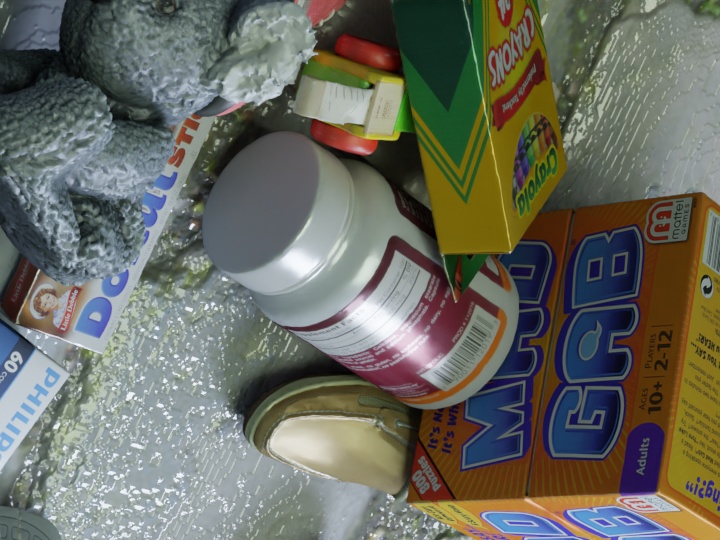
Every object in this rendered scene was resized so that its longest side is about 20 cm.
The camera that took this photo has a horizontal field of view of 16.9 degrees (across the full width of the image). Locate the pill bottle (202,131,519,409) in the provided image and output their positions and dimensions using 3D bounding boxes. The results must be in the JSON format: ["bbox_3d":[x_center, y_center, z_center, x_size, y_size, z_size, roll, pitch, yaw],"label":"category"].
[{"bbox_3d":[0.000,0.000,1.522,0.200,0.114,0.114,35,88,-42],"label":"pill bottle"}]

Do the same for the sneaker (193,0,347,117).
[{"bbox_3d":[-0.035,-0.166,1.432,0.201,0.074,0.087,-61,143,-14],"label":"sneaker"}]

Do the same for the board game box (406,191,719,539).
[{"bbox_3d":[0.182,0.089,1.603,0.200,0.199,0.201,32,61,-43],"label":"board game box"}]

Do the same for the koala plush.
[{"bbox_3d":[-0.137,-0.109,1.338,0.200,0.177,0.184,-45,142,-13],"label":"koala plush"}]

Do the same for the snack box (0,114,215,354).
[{"bbox_3d":[-0.142,-0.052,1.445,0.072,0.024,0.201,22,96,-43],"label":"snack box"}]

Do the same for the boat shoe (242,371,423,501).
[{"bbox_3d":[0.016,0.117,1.605,0.199,0.076,0.072,5,128,-38],"label":"boat shoe"}]

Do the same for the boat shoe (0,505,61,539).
[{"bbox_3d":[-0.267,0.179,1.439,0.201,0.065,0.075,-7,96,-42],"label":"boat shoe"}]

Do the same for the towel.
[{"bbox_3d":[0.037,-0.123,1.549,0.133,0.034,0.200,-52,131,-8],"label":"towel"}]

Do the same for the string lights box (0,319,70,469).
[{"bbox_3d":[-0.269,0.042,1.367,0.103,0.059,0.200,-55,133,-6],"label":"string lights box"}]

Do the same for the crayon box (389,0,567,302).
[{"bbox_3d":[0.078,-0.097,1.488,0.127,0.051,0.201,-53,136,-56],"label":"crayon box"}]

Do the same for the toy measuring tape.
[{"bbox_3d":[-0.018,-0.105,1.422,0.200,0.073,0.074,-5,117,-69],"label":"toy measuring tape"}]
